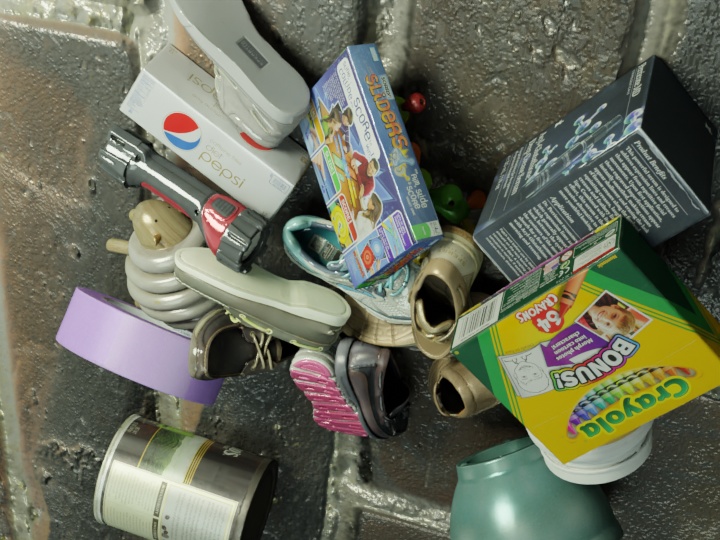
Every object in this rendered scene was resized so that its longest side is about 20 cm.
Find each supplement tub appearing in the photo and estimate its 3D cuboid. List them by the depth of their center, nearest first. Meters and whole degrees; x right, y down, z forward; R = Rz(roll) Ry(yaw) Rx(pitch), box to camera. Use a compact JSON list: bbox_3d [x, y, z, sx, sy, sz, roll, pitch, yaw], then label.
[{"bbox_3d":[0.231,0.107,1.265,0.142,0.145,0.202,-5,122,23],"label":"supplement tub"}]

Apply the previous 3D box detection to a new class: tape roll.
[{"bbox_3d":[-0.249,0.087,1.399,0.198,0.200,0.066,24,87,3],"label":"tape roll"}]

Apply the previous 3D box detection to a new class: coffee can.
[{"bbox_3d":[-0.223,0.285,1.554,0.197,0.147,0.148,16,127,9],"label":"coffee can"}]

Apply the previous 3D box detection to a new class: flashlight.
[{"bbox_3d":[-0.187,-0.075,1.280,0.198,0.068,0.068,32,97,14],"label":"flashlight"}]

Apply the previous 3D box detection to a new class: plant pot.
[{"bbox_3d":[0.185,0.266,1.379,0.198,0.199,0.136,-20,88,30],"label":"plant pot"}]

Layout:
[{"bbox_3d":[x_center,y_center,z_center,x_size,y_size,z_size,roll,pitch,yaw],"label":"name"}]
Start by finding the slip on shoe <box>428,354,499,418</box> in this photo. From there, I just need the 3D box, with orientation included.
[{"bbox_3d":[0.105,0.132,1.324,0.077,0.060,0.200,64,162,-1],"label":"slip on shoe"}]

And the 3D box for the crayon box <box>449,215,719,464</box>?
[{"bbox_3d":[0.213,0.070,1.115,0.199,0.059,0.172,-34,110,33],"label":"crayon box"}]

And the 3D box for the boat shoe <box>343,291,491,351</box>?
[{"bbox_3d":[0.070,0.059,1.342,0.197,0.073,0.065,-2,156,26],"label":"boat shoe"}]

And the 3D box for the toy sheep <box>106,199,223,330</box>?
[{"bbox_3d":[-0.206,0.001,1.370,0.136,0.139,0.201,-2,137,21],"label":"toy sheep"}]

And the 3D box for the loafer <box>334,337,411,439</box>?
[{"bbox_3d":[0.028,0.141,1.374,0.062,0.073,0.201,0,150,21],"label":"loafer"}]

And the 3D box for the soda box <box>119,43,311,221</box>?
[{"bbox_3d":[-0.151,-0.146,1.282,0.199,0.068,0.064,38,128,-7],"label":"soda box"}]

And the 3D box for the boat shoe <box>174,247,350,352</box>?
[{"bbox_3d":[-0.111,0.034,1.299,0.199,0.072,0.061,20,119,-12],"label":"boat shoe"}]

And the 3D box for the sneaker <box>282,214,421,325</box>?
[{"bbox_3d":[0.000,0.000,1.288,0.197,0.086,0.079,22,87,11],"label":"sneaker"}]

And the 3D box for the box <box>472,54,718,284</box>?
[{"bbox_3d":[0.222,-0.080,1.137,0.199,0.149,0.107,-34,108,34],"label":"box"}]

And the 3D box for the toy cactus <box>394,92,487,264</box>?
[{"bbox_3d":[0.042,-0.088,1.252,0.163,0.102,0.202,3,129,41],"label":"toy cactus"}]

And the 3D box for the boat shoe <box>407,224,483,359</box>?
[{"bbox_3d":[0.074,0.037,1.203,0.070,0.065,0.201,23,147,14],"label":"boat shoe"}]

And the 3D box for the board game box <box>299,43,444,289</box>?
[{"bbox_3d":[0.004,-0.099,1.182,0.135,0.034,0.203,-36,70,58],"label":"board game box"}]

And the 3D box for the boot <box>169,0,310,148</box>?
[{"bbox_3d":[-0.137,-0.213,1.230,0.201,0.073,0.096,52,148,2],"label":"boot"}]

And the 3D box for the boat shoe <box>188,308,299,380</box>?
[{"bbox_3d":[-0.121,0.077,1.341,0.072,0.199,0.076,5,103,24],"label":"boat shoe"}]

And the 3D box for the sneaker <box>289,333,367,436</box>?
[{"bbox_3d":[-0.024,0.125,1.421,0.073,0.088,0.201,3,147,22],"label":"sneaker"}]
